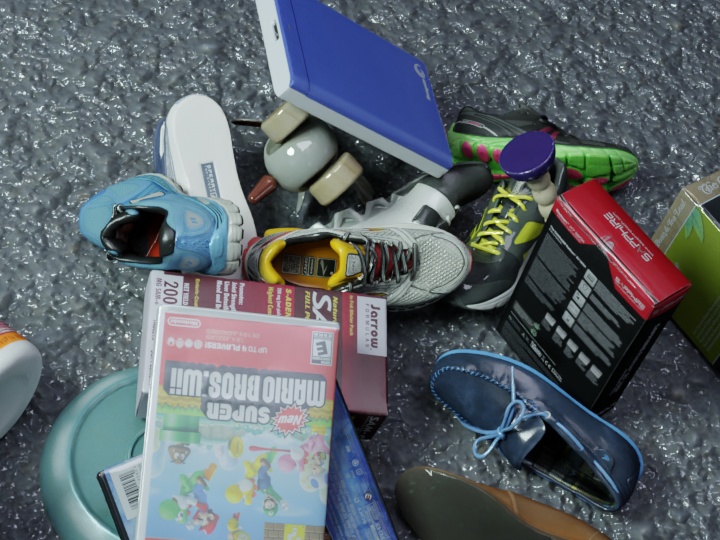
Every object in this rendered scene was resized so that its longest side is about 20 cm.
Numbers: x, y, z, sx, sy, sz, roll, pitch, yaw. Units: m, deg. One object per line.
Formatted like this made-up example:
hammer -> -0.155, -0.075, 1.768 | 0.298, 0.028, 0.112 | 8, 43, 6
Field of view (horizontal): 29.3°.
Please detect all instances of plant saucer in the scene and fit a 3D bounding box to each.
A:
plant saucer -> -0.155, 0.156, 1.100 | 0.198, 0.028, 0.202 | 7, 53, -9

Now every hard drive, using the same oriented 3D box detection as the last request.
hard drive -> -0.004, -0.171, 1.217 | 0.199, 0.025, 0.133 | 22, 43, -41

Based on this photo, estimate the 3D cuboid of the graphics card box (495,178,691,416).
graphics card box -> 0.193, 0.032, 1.174 | 0.051, 0.201, 0.126 | -26, 63, -29

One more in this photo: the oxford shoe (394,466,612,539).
oxford shoe -> 0.122, 0.211, 1.121 | 0.198, 0.072, 0.071 | 26, 23, 6

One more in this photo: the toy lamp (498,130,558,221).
toy lamp -> 0.179, -0.035, 1.234 | 0.058, 0.201, 0.059 | -19, 41, 17

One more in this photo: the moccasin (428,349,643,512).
moccasin -> 0.147, 0.133, 1.161 | 0.198, 0.081, 0.068 | 25, 40, 6

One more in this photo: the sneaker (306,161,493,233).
sneaker -> 0.049, -0.031, 1.269 | 0.199, 0.074, 0.089 | -27, 71, -18

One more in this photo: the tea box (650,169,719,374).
tea box -> 0.406, -0.003, 1.300 | 0.199, 0.134, 0.197 | -23, 63, -28

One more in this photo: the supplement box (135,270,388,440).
supplement box -> -0.079, 0.070, 1.120 | 0.198, 0.061, 0.110 | 6, 62, -13

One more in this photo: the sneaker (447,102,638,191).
sneaker -> 0.184, -0.127, 1.370 | 0.198, 0.077, 0.084 | 11, 56, -9

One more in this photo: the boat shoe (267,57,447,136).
boat shoe -> 0.000, -0.168, 1.298 | 0.200, 0.063, 0.074 | 34, 79, -36

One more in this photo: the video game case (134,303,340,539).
video game case -> -0.092, 0.132, 1.036 | 0.141, 0.017, 0.202 | 6, 80, -12

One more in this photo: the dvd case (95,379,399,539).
dvd case -> -0.083, 0.183, 1.048 | 0.198, 0.018, 0.144 | -21, 87, -16

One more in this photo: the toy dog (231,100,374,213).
toy dog -> -0.064, -0.098, 1.246 | 0.096, 0.200, 0.132 | -38, 81, 0

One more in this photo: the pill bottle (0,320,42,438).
pill bottle -> -0.356, 0.051, 1.071 | 0.199, 0.110, 0.110 | 35, 53, 12

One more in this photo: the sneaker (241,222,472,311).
sneaker -> 0.000, 0.000, 1.175 | 0.198, 0.082, 0.079 | -3, 92, -10

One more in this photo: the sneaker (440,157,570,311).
sneaker -> 0.131, -0.039, 1.275 | 0.074, 0.085, 0.200 | 19, 42, 29

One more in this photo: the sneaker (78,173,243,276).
sneaker -> -0.184, -0.041, 1.147 | 0.089, 0.199, 0.079 | -1, 96, -41

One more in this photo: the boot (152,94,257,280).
boot -> -0.142, -0.051, 1.235 | 0.072, 0.090, 0.202 | -4, 84, -23
